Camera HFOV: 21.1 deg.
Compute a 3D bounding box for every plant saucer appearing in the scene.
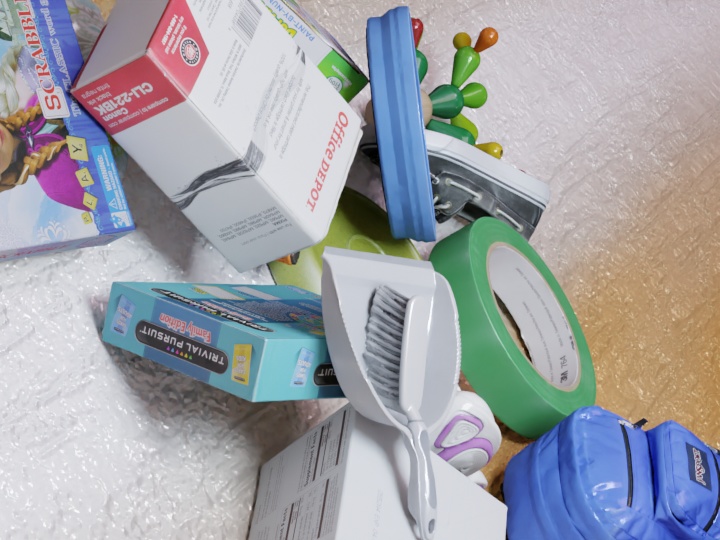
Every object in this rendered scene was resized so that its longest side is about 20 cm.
[{"bbox_3d":[0.000,0.000,1.639,0.200,0.031,0.200,33,37,-29],"label":"plant saucer"}]

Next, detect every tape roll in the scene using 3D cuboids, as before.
[{"bbox_3d":[0.136,0.051,1.724,0.200,0.048,0.201,45,28,-32],"label":"tape roll"}]

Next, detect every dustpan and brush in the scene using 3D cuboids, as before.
[{"bbox_3d":[0.031,0.087,1.347,0.139,0.057,0.200,8,83,-52],"label":"dustpan and brush"}]

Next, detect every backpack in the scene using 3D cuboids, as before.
[{"bbox_3d":[0.224,0.202,1.610,0.200,0.168,0.163,33,30,-23],"label":"backpack"}]

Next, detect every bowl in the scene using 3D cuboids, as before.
[{"bbox_3d":[0.034,-0.123,1.640,0.201,0.039,0.201,-6,90,-87],"label":"bowl"}]

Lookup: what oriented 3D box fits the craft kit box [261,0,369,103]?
[{"bbox_3d":[-0.090,-0.233,1.659,0.198,0.049,0.200,45,5,-18],"label":"craft kit box"}]

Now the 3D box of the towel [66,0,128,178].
[{"bbox_3d":[-0.261,-0.162,1.437,0.200,0.048,0.171,24,41,-39],"label":"towel"}]

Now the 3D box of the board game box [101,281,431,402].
[{"bbox_3d":[-0.063,0.050,1.405,0.151,0.047,0.200,19,10,37],"label":"board game box"}]

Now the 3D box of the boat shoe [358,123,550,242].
[{"bbox_3d":[0.085,-0.077,1.786,0.200,0.072,0.071,20,78,-19],"label":"boat shoe"}]

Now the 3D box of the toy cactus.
[{"bbox_3d":[0.077,-0.159,1.855,0.165,0.102,0.200,-15,79,-47],"label":"toy cactus"}]

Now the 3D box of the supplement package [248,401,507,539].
[{"bbox_3d":[0.008,0.222,1.350,0.156,0.111,0.200,38,35,-22],"label":"supplement package"}]

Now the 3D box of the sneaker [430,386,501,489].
[{"bbox_3d":[0.056,0.120,1.479,0.200,0.075,0.100,96,-23,-69],"label":"sneaker"}]

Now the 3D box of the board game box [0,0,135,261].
[{"bbox_3d":[-0.264,-0.104,1.319,0.199,0.041,0.200,-13,83,-49],"label":"board game box"}]

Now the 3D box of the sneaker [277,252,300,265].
[{"bbox_3d":[-0.076,-0.087,1.578,0.078,0.075,0.200,10,36,-3],"label":"sneaker"}]

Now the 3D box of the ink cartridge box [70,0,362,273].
[{"bbox_3d":[-0.100,-0.120,1.429,0.200,0.084,0.144,48,39,-27],"label":"ink cartridge box"}]
